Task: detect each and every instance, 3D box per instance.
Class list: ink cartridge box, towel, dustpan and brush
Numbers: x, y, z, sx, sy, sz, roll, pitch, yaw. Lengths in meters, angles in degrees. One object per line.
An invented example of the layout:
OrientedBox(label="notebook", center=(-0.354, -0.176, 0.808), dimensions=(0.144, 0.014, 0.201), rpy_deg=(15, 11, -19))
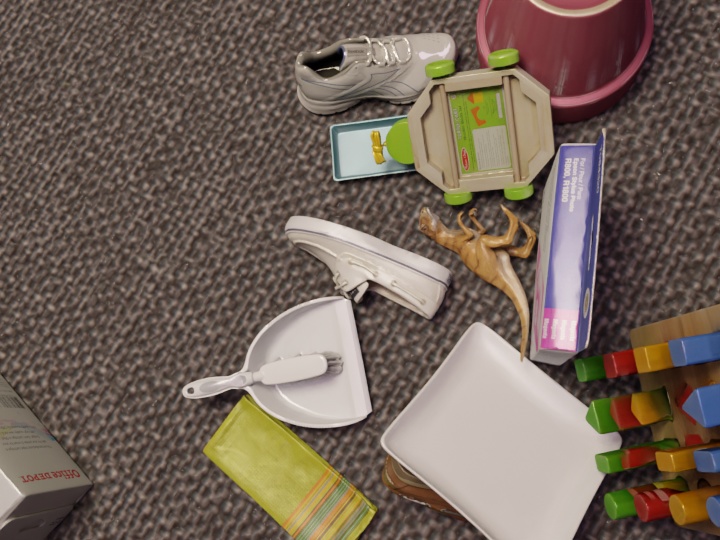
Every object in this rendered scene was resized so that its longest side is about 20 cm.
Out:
OrientedBox(label="ink cartridge box", center=(0.199, -0.014, 0.748), dimensions=(0.043, 0.200, 0.199), rpy_deg=(6, 80, 10))
OrientedBox(label="towel", center=(-0.081, 0.233, 0.841), dimensions=(0.199, 0.018, 0.086), rpy_deg=(38, 86, 14))
OrientedBox(label="dustpan and brush", center=(-0.099, 0.115, 0.840), dimensions=(0.197, 0.057, 0.142), rpy_deg=(-13, 85, 14))
OrientedBox(label="ink cartridge box", center=(-0.434, 0.224, 0.835), dimensions=(0.200, 0.145, 0.145), rpy_deg=(42, 88, 15))

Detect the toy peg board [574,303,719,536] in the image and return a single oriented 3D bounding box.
OrientedBox(label="toy peg board", center=(0.284, 0.146, 0.690), dimensions=(0.096, 0.199, 0.203), rpy_deg=(-9, 80, -8))

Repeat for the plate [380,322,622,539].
OrientedBox(label="plate", center=(0.143, 0.176, 0.763), dimensions=(0.199, 0.032, 0.200), rpy_deg=(38, 52, 11))

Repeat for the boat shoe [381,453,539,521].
OrientedBox(label="boat shoe", center=(0.120, 0.223, 0.786), dimensions=(0.197, 0.068, 0.072), rpy_deg=(20, 47, -3))

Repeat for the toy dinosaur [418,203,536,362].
OrientedBox(label="toy dinosaur", center=(0.150, -0.008, 0.837), dimensions=(0.106, 0.060, 0.200), rpy_deg=(-49, 65, 13))

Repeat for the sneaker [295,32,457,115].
OrientedBox(label="sneaker", center=(0.017, -0.236, 0.879), dimensions=(0.197, 0.087, 0.076), rpy_deg=(-15, 75, 5))

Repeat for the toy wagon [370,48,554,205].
OrientedBox(label="toy wagon", center=(0.108, -0.151, 0.827), dimensions=(0.197, 0.040, 0.157), rpy_deg=(-4, 114, 19))

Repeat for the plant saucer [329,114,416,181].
OrientedBox(label="plant saucer", center=(0.063, -0.149, 0.890), dimensions=(0.197, 0.019, 0.071), rpy_deg=(-6, 79, 9))

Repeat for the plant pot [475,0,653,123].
OrientedBox(label="plant pot", center=(0.220, -0.283, 0.807), dimensions=(0.197, 0.179, 0.203), rpy_deg=(-2, 80, 10))

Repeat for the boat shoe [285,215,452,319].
OrientedBox(label="boat shoe", center=(0.000, 0.000, 0.848), dimensions=(0.198, 0.071, 0.071), rpy_deg=(22, 80, 6))
